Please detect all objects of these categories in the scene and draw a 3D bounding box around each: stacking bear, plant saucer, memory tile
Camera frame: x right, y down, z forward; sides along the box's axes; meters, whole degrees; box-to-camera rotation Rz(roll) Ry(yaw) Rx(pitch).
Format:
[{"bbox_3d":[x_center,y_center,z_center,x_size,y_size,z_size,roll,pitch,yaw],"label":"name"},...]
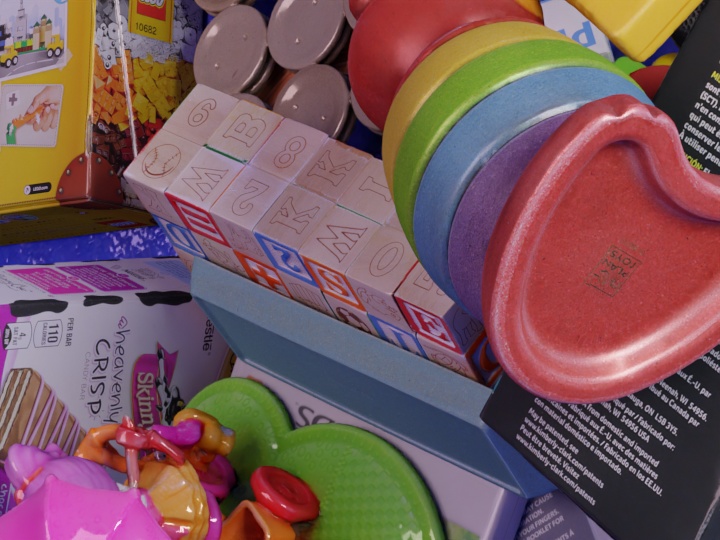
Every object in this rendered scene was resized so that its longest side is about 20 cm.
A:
[{"bbox_3d":[0.058,-0.050,1.089,0.114,0.121,0.200,-51,39,14],"label":"stacking bear"},{"bbox_3d":[0.002,0.049,1.273,0.199,0.070,0.019,22,67,40],"label":"plant saucer"},{"bbox_3d":[-0.024,-0.142,1.406,0.153,0.017,0.201,-20,61,35],"label":"memory tile"}]

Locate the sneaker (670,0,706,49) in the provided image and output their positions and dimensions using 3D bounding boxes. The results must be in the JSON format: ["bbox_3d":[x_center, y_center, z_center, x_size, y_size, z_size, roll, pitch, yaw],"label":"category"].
[{"bbox_3d":[0.130,-0.192,1.237,0.076,0.114,0.201,-6,80,42],"label":"sneaker"}]

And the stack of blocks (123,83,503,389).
[{"bbox_3d":[0.000,0.000,1.283,0.199,0.115,0.059,24,67,39],"label":"stack of blocks"}]

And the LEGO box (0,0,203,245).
[{"bbox_3d":[-0.181,-0.095,1.516,0.199,0.077,0.150,-5,79,41],"label":"LEGO box"}]

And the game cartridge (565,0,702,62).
[{"bbox_3d":[0.109,-0.201,1.146,0.176,0.032,0.200,-47,52,5],"label":"game cartridge"}]

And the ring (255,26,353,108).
[{"bbox_3d":[-0.001,-0.030,1.386,0.200,0.019,0.202,-8,78,40],"label":"ring"}]

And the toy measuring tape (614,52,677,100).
[{"bbox_3d":[0.116,-0.028,1.203,0.073,0.074,0.200,-20,27,37],"label":"toy measuring tape"}]

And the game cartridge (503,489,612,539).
[{"bbox_3d":[0.056,0.125,1.297,0.200,0.041,0.134,-36,56,32],"label":"game cartridge"}]

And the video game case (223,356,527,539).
[{"bbox_3d":[-0.022,0.157,1.323,0.182,0.022,0.201,25,99,42],"label":"video game case"}]

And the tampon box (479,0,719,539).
[{"bbox_3d":[0.174,0.016,1.134,0.126,0.149,0.201,41,109,40],"label":"tampon box"}]

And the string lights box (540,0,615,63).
[{"bbox_3d":[0.044,-0.161,1.315,0.102,0.059,0.201,-17,69,6],"label":"string lights box"}]

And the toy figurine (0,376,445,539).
[{"bbox_3d":[-0.088,0.114,1.252,0.150,0.184,0.200,-53,52,20],"label":"toy figurine"}]

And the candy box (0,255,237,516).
[{"bbox_3d":[-0.148,0.069,1.362,0.061,0.199,0.137,24,110,42],"label":"candy box"}]
